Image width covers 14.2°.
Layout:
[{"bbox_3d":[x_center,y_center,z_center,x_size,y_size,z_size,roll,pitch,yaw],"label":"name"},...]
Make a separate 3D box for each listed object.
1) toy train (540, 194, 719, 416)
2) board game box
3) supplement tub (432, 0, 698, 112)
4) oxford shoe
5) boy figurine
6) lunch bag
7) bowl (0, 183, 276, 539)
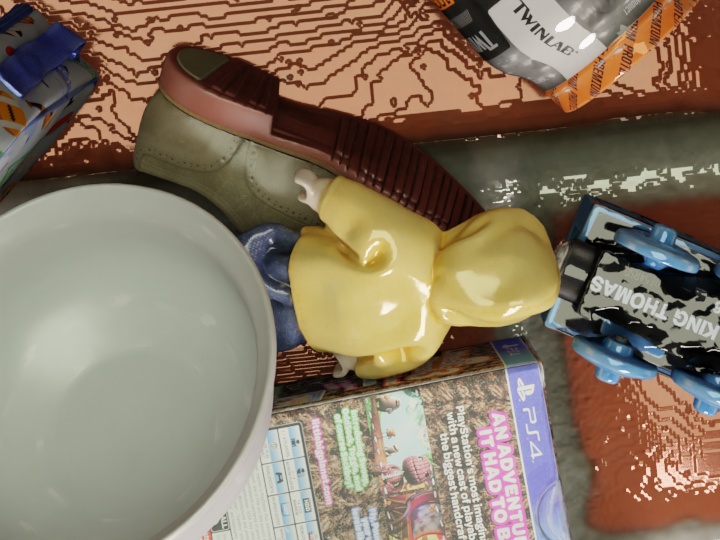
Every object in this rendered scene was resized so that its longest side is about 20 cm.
[{"bbox_3d":[0.185,0.029,1.469,0.199,0.114,0.087,21,99,-4],"label":"toy train"},{"bbox_3d":[0.006,0.134,1.483,0.199,0.097,0.160,-10,97,-1],"label":"board game box"},{"bbox_3d":[0.072,-0.184,1.436,0.122,0.123,0.200,-42,95,3],"label":"supplement tub"},{"bbox_3d":[-0.022,-0.041,1.486,0.199,0.071,0.075,28,114,-1],"label":"oxford shoe"},{"bbox_3d":[0.000,0.000,1.429,0.199,0.065,0.125,-6,125,17],"label":"boy figurine"},{"bbox_3d":[-0.205,-0.057,1.405,0.076,0.200,0.160,42,107,-4],"label":"lunch bag"},{"bbox_3d":[-0.122,0.067,1.387,0.200,0.090,0.202,-7,65,15],"label":"bowl"}]
